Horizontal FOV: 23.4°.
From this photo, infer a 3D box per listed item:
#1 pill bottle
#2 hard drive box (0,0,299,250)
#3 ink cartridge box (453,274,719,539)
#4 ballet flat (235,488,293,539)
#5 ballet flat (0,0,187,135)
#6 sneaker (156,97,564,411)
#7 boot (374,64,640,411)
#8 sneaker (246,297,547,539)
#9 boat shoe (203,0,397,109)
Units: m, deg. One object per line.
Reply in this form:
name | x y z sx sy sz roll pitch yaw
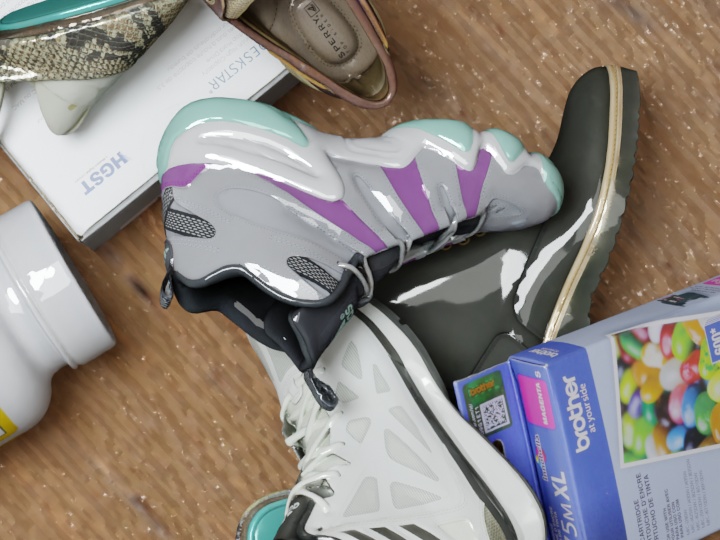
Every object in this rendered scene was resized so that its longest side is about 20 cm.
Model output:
pill bottle | -0.227 0.052 0.857 0.200 0.112 0.113 -31 89 -6
hard drive box | -0.144 -0.136 0.892 0.156 0.077 0.200 -39 90 -5
ink cartridge box | 0.148 0.080 0.877 0.199 0.042 0.120 -18 102 -24
ballet flat | 0.027 0.155 0.889 0.199 0.072 0.072 12 86 -15
ballet flat | -0.175 -0.096 0.824 0.199 0.068 0.076 -6 109 1
sneaker | 0.000 0.000 0.823 0.199 0.078 0.140 4 65 -6
boot | 0.061 -0.023 0.906 0.138 0.077 0.201 15 85 1
sneaker | -0.014 0.083 0.822 0.115 0.076 0.201 -22 57 -40
boat shoe | -0.049 -0.147 0.791 0.072 0.072 0.200 -38 122 4
